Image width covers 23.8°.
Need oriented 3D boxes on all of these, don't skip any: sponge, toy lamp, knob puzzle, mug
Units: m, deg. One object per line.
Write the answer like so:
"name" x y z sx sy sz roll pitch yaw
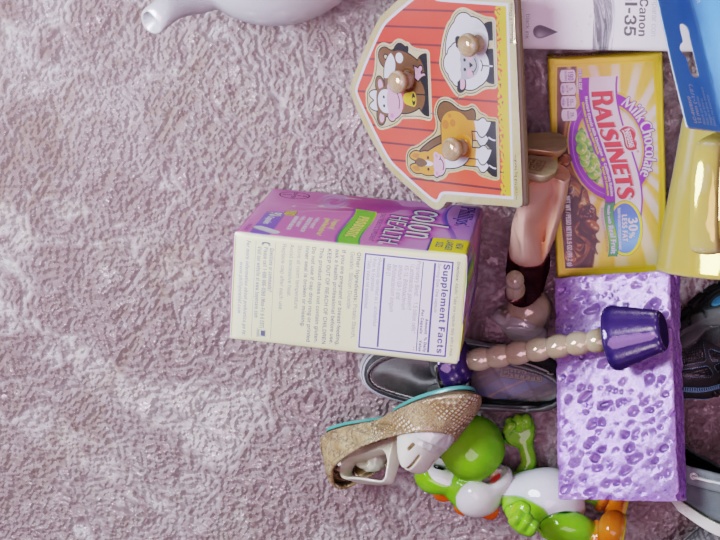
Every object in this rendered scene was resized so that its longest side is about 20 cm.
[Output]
"sponge" 0.228 0.102 1.501 0.111 0.030 0.201 -5 80 29
"toy lamp" 0.168 0.066 1.486 0.199 0.058 0.058 -8 103 24
"knob puzzle" 0.057 -0.149 1.469 0.219 0.030 0.221 16 113 44
"mug" 0.331 -0.071 1.438 0.149 0.187 0.154 1 96 -3

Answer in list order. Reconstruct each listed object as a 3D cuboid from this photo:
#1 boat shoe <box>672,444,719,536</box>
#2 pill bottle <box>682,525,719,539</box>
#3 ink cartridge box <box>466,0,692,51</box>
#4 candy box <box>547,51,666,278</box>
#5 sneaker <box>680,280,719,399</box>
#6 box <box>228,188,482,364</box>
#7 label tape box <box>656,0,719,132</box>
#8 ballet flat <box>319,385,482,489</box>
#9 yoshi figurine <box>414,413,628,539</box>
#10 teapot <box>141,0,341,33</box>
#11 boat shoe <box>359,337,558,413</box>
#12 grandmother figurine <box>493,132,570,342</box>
"boat shoe" 0.275 0.163 1.524 0.200 0.073 0.062 33 121 34
"pill bottle" 0.344 0.277 1.553 0.113 0.113 0.200 43 107 -4
"ink cartridge box" 0.192 -0.263 1.451 0.199 0.083 0.147 2 104 8
"candy box" 0.221 -0.094 1.521 0.102 0.026 0.201 -3 104 6
"sneaker" 0.315 0.065 1.530 0.199 0.073 0.082 -28 102 25
"box" 0.000 0.000 1.499 0.199 0.176 0.097 7 106 7
"label tape box" 0.341 -0.183 1.378 0.066 0.199 0.144 -35 59 53
"ballet flat" 0.038 0.159 1.553 0.070 0.066 0.200 16 152 -34
"yoshi figurine" 0.150 0.190 1.570 0.199 0.112 0.113 13 90 7
"teapot" -0.076 -0.299 1.450 0.196 0.146 0.201 5 104 7
"boat shoe" 0.096 0.097 1.572 0.199 0.057 0.069 2 105 8
"grandmother figurine" 0.151 -0.015 1.508 0.060 0.121 0.201 16 130 21
